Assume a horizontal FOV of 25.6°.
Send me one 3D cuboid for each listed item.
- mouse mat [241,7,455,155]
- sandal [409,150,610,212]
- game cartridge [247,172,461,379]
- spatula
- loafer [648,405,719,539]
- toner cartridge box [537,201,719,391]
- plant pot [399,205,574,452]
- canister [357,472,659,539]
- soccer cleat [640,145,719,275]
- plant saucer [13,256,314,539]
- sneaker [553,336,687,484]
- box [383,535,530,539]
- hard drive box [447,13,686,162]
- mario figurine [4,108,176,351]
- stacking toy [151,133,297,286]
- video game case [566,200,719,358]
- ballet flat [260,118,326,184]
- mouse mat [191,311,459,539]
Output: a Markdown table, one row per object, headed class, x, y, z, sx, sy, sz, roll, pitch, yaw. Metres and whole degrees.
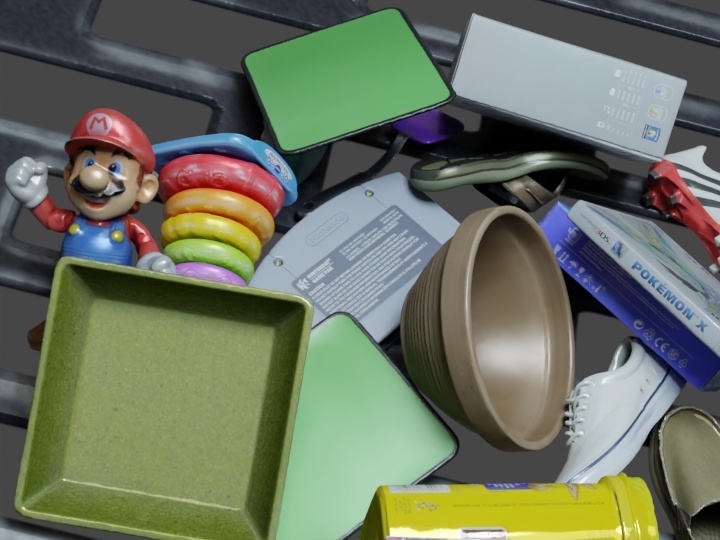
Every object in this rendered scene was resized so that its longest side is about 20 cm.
| class | x | y | z | sx | sy | sz | roll | pitch | yaw |
| --- | --- | --- | --- | --- | --- | --- | --- | --- | --- |
| mouse mat | -0.015 | -0.172 | 1.410 | 0.161 | 0.008 | 0.200 | -19 | 37 | -4 |
| sandal | 0.135 | -0.080 | 1.451 | 0.201 | 0.080 | 0.057 | -7 | 98 | -25 |
| game cartridge | 0.000 | 0.000 | 1.379 | 0.133 | 0.042 | 0.200 | 39 | 56 | 20 |
| spatula | 0.016 | -0.099 | 1.457 | 0.056 | 0.021 | 0.200 | 30 | 55 | 36 |
| loafer | 0.288 | 0.192 | 1.289 | 0.076 | 0.067 | 0.200 | 0 | 56 | -13 |
| toner cartridge box | 0.242 | 0.023 | 1.378 | 0.200 | 0.095 | 0.043 | 44 | 103 | 18 |
| plant pot | 0.095 | 0.051 | 1.301 | 0.093 | 0.201 | 0.201 | -8 | 47 | 30 |
| canister | 0.104 | 0.215 | 1.184 | 0.200 | 0.149 | 0.087 | 1 | 56 | -10 |
| soccer cleat | 0.346 | -0.038 | 1.466 | 0.085 | 0.069 | 0.200 | -27 | 60 | -23 |
| plant saucer | -0.148 | 0.103 | 1.217 | 0.200 | 0.048 | 0.200 | 10 | 87 | 0 |
| sneaker | 0.197 | 0.128 | 1.310 | 0.071 | 0.073 | 0.200 | 42 | 45 | 5 |
| box | 0.085 | 0.272 | 1.105 | 0.176 | 0.200 | 0.097 | 3 | 56 | -11 |
| hard drive box | 0.181 | -0.164 | 1.455 | 0.200 | 0.156 | 0.077 | 17 | 94 | -1 |
| mario figurine | -0.216 | -0.030 | 1.259 | 0.123 | 0.106 | 0.200 | 7 | 88 | -35 |
| stacking toy | -0.127 | -0.006 | 1.306 | 0.110 | 0.116 | 0.200 | -5 | 61 | 26 |
| video game case | 0.279 | 0.013 | 1.358 | 0.182 | 0.022 | 0.200 | 45 | 17 | 23 |
| ballet flat | -0.048 | -0.143 | 1.458 | 0.069 | 0.070 | 0.200 | 33 | 53 | 11 |
| mouse mat | -0.042 | 0.139 | 1.264 | 0.200 | 0.008 | 0.161 | -35 | 70 | -16 |
